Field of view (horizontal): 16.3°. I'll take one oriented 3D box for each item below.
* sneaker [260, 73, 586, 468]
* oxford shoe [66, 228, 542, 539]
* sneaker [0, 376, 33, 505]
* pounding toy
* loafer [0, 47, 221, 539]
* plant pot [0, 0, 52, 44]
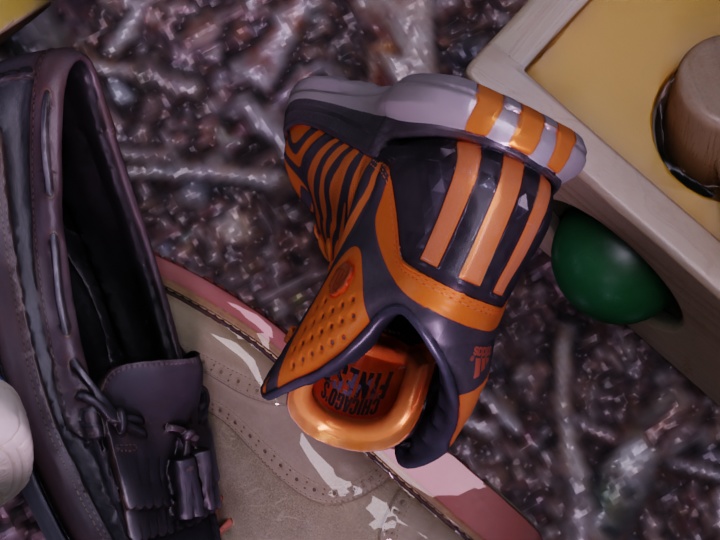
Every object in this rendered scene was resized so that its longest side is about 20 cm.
[{"bbox_3d":[0.000,0.000,0.809,0.077,0.200,0.112,24,84,-10],"label":"sneaker"},{"bbox_3d":[-0.037,0.059,0.855,0.200,0.070,0.075,36,84,7],"label":"oxford shoe"},{"bbox_3d":[-0.161,0.036,0.786,0.077,0.200,0.111,-14,77,-22],"label":"sneaker"},{"bbox_3d":[0.136,-0.038,0.851,0.184,0.142,0.200,41,77,7],"label":"pounding toy"},{"bbox_3d":[-0.083,0.025,0.805,0.063,0.072,0.200,-25,87,23],"label":"loafer"},{"bbox_3d":[-0.208,-0.131,0.835,0.201,0.201,0.189,-37,98,-11],"label":"plant pot"}]
